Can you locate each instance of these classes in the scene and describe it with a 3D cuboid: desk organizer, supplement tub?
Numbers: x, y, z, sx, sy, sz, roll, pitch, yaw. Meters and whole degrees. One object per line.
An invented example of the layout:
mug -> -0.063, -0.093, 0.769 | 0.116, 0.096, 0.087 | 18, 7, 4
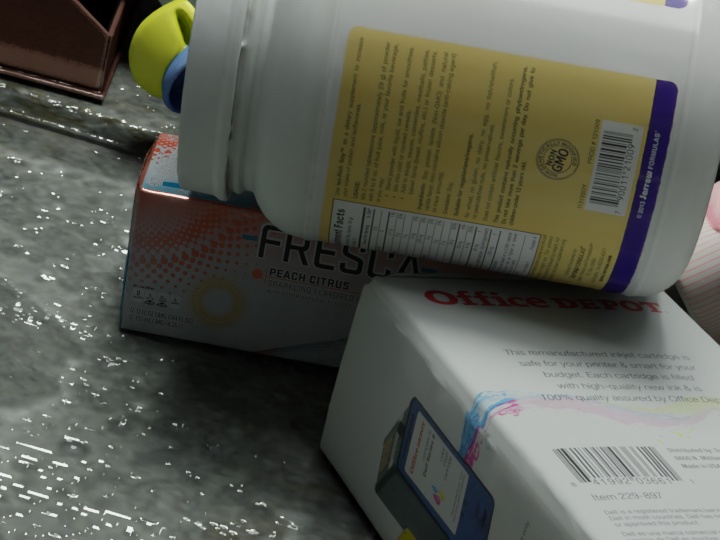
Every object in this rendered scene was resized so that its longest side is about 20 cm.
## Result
desk organizer -> -0.154, -0.173, 1.154 | 0.071, 0.078, 0.200 | 14, 26, -5
supplement tub -> 0.037, -0.075, 0.821 | 0.198, 0.147, 0.146 | 10, 25, 1

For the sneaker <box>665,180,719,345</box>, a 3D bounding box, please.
sneaker -> 0.194, -0.017, 1.040 | 0.076, 0.104, 0.200 | 61, 16, 1

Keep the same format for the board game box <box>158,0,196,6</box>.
board game box -> -0.062, -0.190, 1.155 | 0.201, 0.064, 0.147 | 57, 33, 4

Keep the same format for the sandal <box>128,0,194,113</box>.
sandal -> -0.009, -0.113, 1.032 | 0.199, 0.080, 0.087 | -28, 65, -6

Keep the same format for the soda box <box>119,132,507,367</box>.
soda box -> 0.000, 0.000, 0.898 | 0.198, 0.069, 0.064 | 11, 26, -1

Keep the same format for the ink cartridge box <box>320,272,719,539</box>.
ink cartridge box -> 0.093, 0.085, 0.780 | 0.144, 0.088, 0.200 | 2, 30, -29
